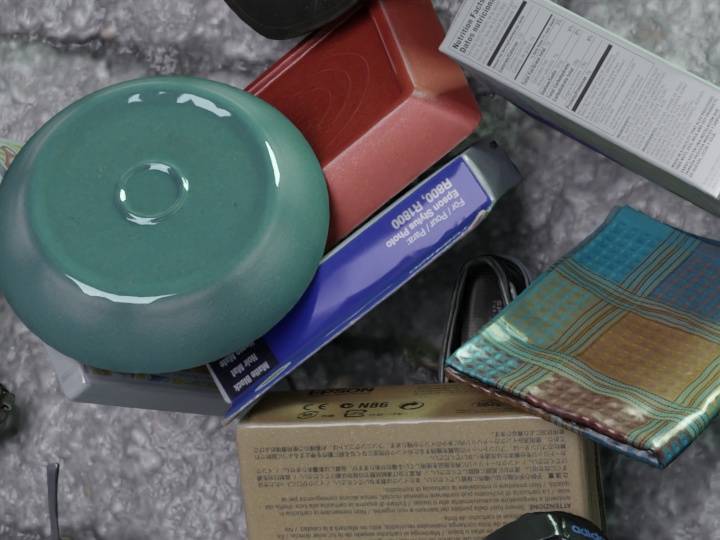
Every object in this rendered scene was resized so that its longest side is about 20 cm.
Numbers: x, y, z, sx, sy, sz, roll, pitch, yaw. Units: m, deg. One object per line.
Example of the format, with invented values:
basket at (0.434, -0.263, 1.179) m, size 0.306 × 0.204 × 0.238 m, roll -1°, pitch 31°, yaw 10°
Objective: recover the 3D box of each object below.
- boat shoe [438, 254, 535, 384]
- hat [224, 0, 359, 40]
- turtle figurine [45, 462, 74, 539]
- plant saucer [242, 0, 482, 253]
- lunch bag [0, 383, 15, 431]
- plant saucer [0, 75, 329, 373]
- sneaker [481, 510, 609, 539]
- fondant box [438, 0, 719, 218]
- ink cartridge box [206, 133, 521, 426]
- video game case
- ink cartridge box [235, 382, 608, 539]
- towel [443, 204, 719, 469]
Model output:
boat shoe at (0.071, 0.088, 1.466) m, size 0.072 × 0.071 × 0.202 m, roll -7°, pitch 79°, yaw 23°
hat at (-0.025, -0.240, 1.589) m, size 0.200 × 0.081 × 0.202 m, roll -2°, pitch 87°, yaw 47°
turtle figurine at (-0.217, 0.228, 1.523) m, size 0.193 × 0.200 × 0.145 m, roll -30°, pitch 50°, yaw 26°
plant saucer at (-0.030, -0.085, 1.525) m, size 0.200 × 0.037 × 0.200 m, roll -38°, pitch 30°, yaw 12°
lunch bag at (-0.348, 0.088, 1.634) m, size 0.200 × 0.139 × 0.168 m, roll -36°, pitch 98°, yaw 12°
plant saucer at (-0.118, -0.038, 1.424) m, size 0.198 × 0.036 × 0.201 m, roll -2°, pitch 59°, yaw 3°
sneaker at (0.123, 0.161, 1.288) m, size 0.200 × 0.077 × 0.112 m, roll -33°, pitch 35°, yaw 37°
fondant box at (0.161, -0.090, 1.431) m, size 0.199 × 0.144 × 0.058 m, roll 32°, pitch 93°, yaw 29°
ink cartridge box at (0.000, 0.000, 1.459) m, size 0.199 × 0.200 × 0.041 m, roll -38°, pitch 91°, yaw 12°
video game case at (-0.139, 0.006, 1.521) m, size 0.023 × 0.199 × 0.183 m, roll -40°, pitch 62°, yaw 26°
ink cartridge box at (0.039, 0.151, 1.411) m, size 0.198 × 0.075 × 0.166 m, roll -3°, pitch 104°, yaw 13°
towel at (0.158, 0.031, 1.391) m, size 0.146 × 0.200 × 0.022 m, roll 21°, pitch 128°, yaw 28°
